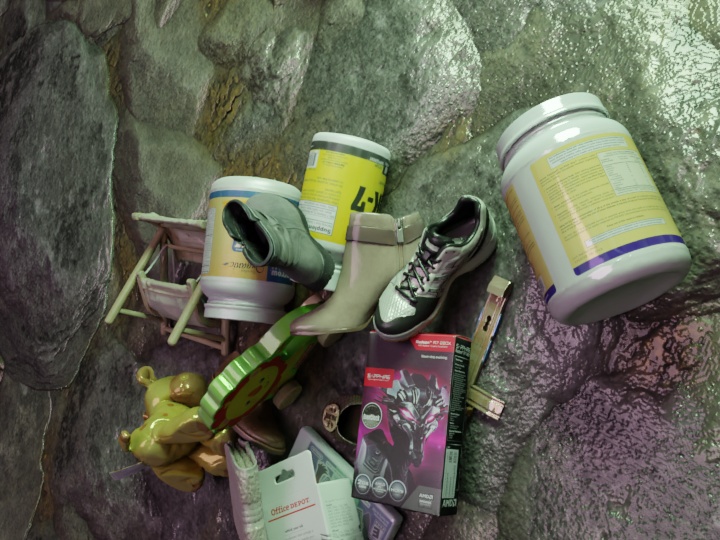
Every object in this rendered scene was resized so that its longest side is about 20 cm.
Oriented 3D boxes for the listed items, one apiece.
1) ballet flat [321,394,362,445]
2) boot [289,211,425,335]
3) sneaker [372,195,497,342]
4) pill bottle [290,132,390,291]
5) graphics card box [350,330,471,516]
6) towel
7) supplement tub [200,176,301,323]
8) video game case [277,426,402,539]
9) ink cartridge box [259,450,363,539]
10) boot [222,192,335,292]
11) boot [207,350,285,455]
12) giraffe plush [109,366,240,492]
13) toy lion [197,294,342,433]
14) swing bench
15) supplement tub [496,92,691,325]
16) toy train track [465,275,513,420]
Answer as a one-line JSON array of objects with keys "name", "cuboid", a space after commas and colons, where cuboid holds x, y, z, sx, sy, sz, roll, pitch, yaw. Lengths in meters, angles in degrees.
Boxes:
[{"name": "ballet flat", "cuboid": [0.018, 0.208, 0.897, 0.197, 0.046, 0.069, 10, 90, 39]}, {"name": "boot", "cuboid": [0.000, 0.000, 0.876, 0.070, 0.196, 0.150, -160, 64, -73]}, {"name": "sneaker", "cuboid": [0.079, -0.009, 0.808, 0.075, 0.088, 0.200, 35, 76, 32]}, {"name": "pill bottle", "cuboid": [-0.031, -0.076, 0.942, 0.113, 0.113, 0.205, 13, 91, 39]}, {"name": "graphics card box", "cuboid": [0.060, 0.175, 0.812, 0.123, 0.051, 0.205, 0, 78, 34]}, {"name": "towel", "cuboid": [-0.152, 0.305, 0.915, 0.200, 0.034, 0.136, 175, 87, -74]}, {"name": "supplement tub", "cuboid": [-0.162, -0.026, 1.021, 0.143, 0.143, 0.205, 0, 83, 39]}, {"name": "video game case", "cuboid": [-0.052, 0.350, 0.937, 0.199, 0.023, 0.185, 34, 104, 38]}, {"name": "ink cartridge box", "cuboid": [-0.058, 0.343, 0.875, 0.115, 0.067, 0.204, -30, 65, 34]}, {"name": "boot", "cuboid": [-0.121, -0.059, 0.849, 0.200, 0.131, 0.070, 41, 99, 41]}, {"name": "boot", "cuboid": [-0.164, 0.196, 1.034, 0.076, 0.073, 0.200, -54, 48, 6]}, {"name": "giraffe plush", "cuboid": [-0.287, 0.234, 1.079, 0.164, 0.195, 0.175, -103, 7, -51]}, {"name": "toy lion", "cuboid": [-0.128, 0.132, 0.931, 0.069, 0.191, 0.201, 42, 109, 19]}, {"name": "swing bench", "cuboid": [-0.299, 0.017, 1.141, 0.196, 0.129, 0.204, 10, 83, 40]}, {"name": "supplement tub", "cuboid": [0.231, -0.062, 0.705, 0.144, 0.144, 0.204, -31, 65, 31]}, {"name": "toy train track", "cuboid": [0.134, 0.104, 0.829, 0.114, 0.032, 0.204, 25, 98, 39]}]
